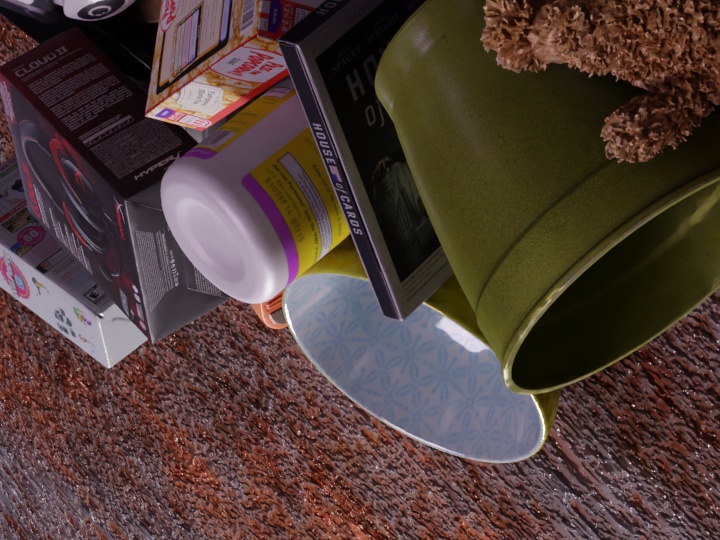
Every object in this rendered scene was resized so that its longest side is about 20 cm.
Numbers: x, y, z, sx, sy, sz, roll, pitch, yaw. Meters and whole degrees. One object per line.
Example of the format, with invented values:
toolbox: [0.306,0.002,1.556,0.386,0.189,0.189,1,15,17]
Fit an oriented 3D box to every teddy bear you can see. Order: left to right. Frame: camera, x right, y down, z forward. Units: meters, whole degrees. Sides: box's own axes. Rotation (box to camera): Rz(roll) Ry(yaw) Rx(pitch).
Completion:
teddy bear: [0.155,-0.129,1.189,0.200,0.145,0.067,42,169,30]

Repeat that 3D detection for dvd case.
dvd case: [0.036,-0.093,1.405,0.025,0.150,0.201,15,137,44]

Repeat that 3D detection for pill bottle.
pill bottle: [-0.024,-0.075,1.467,0.104,0.200,0.105,38,151,25]

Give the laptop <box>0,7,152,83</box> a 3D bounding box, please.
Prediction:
laptop: [-0.229,-0.246,1.733,0.187,0.115,0.202,21,112,46]

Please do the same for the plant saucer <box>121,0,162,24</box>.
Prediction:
plant saucer: [-0.182,-0.260,1.683,0.200,0.029,0.201,39,151,26]

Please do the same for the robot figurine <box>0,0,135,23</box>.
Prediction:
robot figurine: [-0.227,-0.245,1.559,0.199,0.126,0.150,21,178,-2]

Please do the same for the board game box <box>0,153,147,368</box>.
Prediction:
board game box: [-0.213,-0.029,1.844,0.200,0.147,0.065,33,148,34]

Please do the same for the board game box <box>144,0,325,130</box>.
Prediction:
board game box: [-0.076,-0.188,1.477,0.046,0.153,0.200,13,165,-23]

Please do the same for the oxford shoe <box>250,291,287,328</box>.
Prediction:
oxford shoe: [-0.077,-0.043,1.644,0.073,0.071,0.201,45,154,32]

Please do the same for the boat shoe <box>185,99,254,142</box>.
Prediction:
boat shoe: [-0.080,-0.073,1.718,0.068,0.072,0.201,12,131,22]

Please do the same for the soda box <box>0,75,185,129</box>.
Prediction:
soda box: [-0.193,-0.119,1.805,0.199,0.063,0.069,18,130,39]

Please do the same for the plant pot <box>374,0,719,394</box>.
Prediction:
plant pot: [0.111,-0.069,1.301,0.193,0.199,0.201,55,156,20]

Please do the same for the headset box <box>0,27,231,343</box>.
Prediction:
headset box: [-0.184,-0.068,1.680,0.200,0.075,0.149,44,153,35]

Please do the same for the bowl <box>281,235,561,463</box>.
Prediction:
bowl: [0.058,0.025,1.547,0.199,0.108,0.201,26,154,14]
